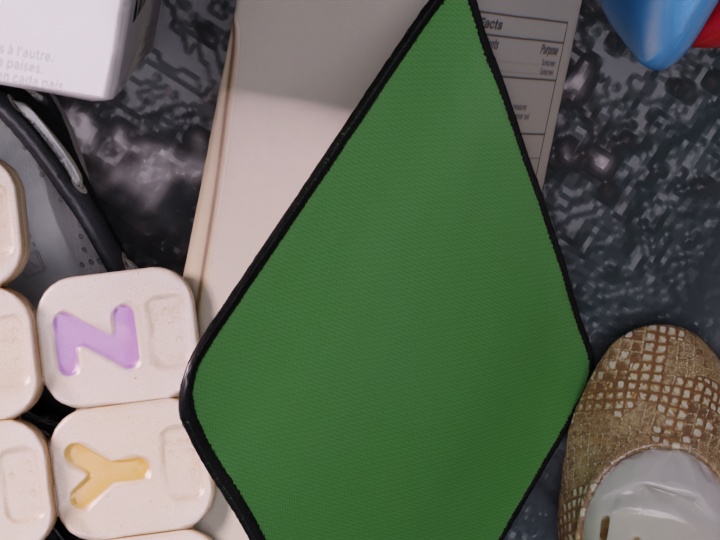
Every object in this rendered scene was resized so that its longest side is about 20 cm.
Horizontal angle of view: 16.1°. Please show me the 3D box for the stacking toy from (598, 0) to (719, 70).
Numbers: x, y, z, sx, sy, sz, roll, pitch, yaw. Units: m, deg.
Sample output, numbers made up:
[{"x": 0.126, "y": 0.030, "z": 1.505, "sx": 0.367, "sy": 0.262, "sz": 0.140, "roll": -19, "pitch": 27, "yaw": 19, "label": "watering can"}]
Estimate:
[{"x": 0.181, "y": -0.091, "z": 0.807, "sx": 0.199, "sy": 0.110, "sz": 0.117, "roll": 24, "pitch": 110, "yaw": -15, "label": "stacking toy"}]

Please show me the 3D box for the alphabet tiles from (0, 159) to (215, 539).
[{"x": -0.140, "y": 0.069, "z": 0.768, "sx": 0.194, "sy": 0.015, "sz": 0.202, "roll": -7, "pitch": 90, "yaw": 3, "label": "alphabet tiles"}]

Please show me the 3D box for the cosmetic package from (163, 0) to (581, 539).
[{"x": 0.000, "y": 0.000, "z": 0.801, "sx": 0.073, "sy": 0.103, "sz": 0.202, "roll": 15, "pitch": 98, "yaw": 28, "label": "cosmetic package"}]

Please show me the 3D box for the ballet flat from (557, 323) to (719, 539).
[{"x": 0.098, "y": 0.121, "z": 0.847, "sx": 0.070, "sy": 0.065, "sz": 0.202, "roll": 2, "pitch": 99, "yaw": -2, "label": "ballet flat"}]

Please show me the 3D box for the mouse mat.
[{"x": 0.016, "y": 0.032, "z": 0.763, "sx": 0.007, "sy": 0.201, "sz": 0.161, "roll": 16, "pitch": 58, "yaw": 31, "label": "mouse mat"}]

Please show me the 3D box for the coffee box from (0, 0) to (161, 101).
[{"x": -0.144, "y": -0.169, "z": 0.732, "sx": 0.198, "sy": 0.200, "sz": 0.199, "roll": 10, "pitch": 98, "yaw": -2, "label": "coffee box"}]

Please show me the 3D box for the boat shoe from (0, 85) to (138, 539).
[{"x": -0.097, "y": 0.029, "z": 0.833, "sx": 0.075, "sy": 0.060, "sz": 0.201, "roll": -27, "pitch": 98, "yaw": 3, "label": "boat shoe"}]
